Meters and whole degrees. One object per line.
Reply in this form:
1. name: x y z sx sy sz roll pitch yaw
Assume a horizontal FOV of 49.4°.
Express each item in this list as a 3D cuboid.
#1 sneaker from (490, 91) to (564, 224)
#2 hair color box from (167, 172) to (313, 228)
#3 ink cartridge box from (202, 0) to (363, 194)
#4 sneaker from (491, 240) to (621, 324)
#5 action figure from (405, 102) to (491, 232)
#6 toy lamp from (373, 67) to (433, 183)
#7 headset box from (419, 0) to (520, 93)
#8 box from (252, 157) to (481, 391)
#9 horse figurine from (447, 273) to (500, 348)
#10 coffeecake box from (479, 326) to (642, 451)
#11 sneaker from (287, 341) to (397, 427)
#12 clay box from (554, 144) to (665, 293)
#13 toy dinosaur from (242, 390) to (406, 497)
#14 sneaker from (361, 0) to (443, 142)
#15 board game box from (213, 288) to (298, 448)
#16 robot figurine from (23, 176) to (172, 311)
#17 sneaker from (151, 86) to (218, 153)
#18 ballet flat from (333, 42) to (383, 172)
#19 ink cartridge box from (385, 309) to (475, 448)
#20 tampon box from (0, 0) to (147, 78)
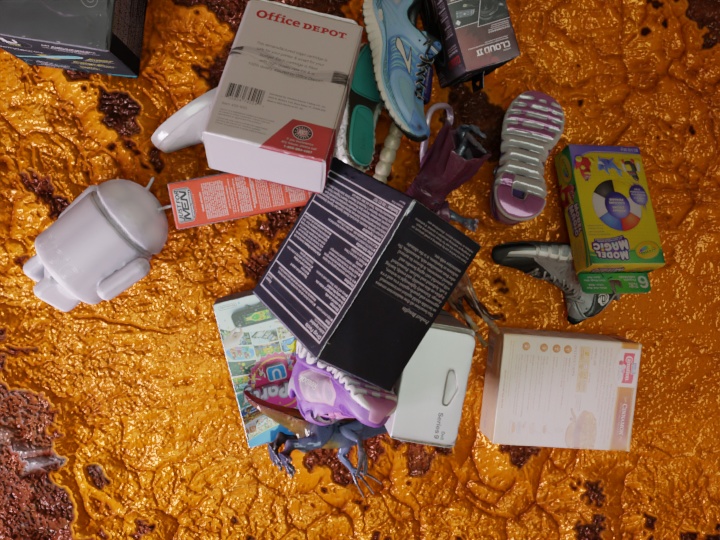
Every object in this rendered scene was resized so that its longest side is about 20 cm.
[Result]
1. sneaker: 0.217 -0.147 1.065 0.080 0.089 0.201 17 71 1
2. hair color box: -0.141 -0.102 1.021 0.199 0.102 0.062 -10 96 -4
3. ink cartridge box: -0.089 -0.210 0.942 0.146 0.083 0.201 14 66 1
4. sneaker: 0.279 0.019 1.092 0.199 0.075 0.116 1 97 -7
5. action figure: 0.085 -0.108 1.044 0.149 0.134 0.200 50 117 24
6. toy lamp: 0.049 -0.185 1.058 0.058 0.058 0.201 19 95 -7
7. headset box: 0.130 -0.331 1.007 0.077 0.149 0.201 -17 97 -4
8. box: 0.000 0.000 0.920 0.123 0.200 0.199 31 94 -35
9. horse figurine: 0.136 0.031 1.035 0.050 0.200 0.133 -34 70 7
10. coffeecake box: 0.280 0.166 1.104 0.199 0.073 0.154 5 94 -7
11. sneaker: -0.031 0.153 0.948 0.080 0.200 0.089 27 89 -33
12. clay box: 0.338 -0.070 1.058 0.114 0.048 0.201 -1 71 -17
13. toy dinosaur: -0.024 0.204 1.010 0.181 0.105 0.201 -24 85 -24
14. sneaker: 0.062 -0.262 0.988 0.089 0.078 0.201 -13 84 13
15. board game box: -0.103 0.120 1.064 0.147 0.064 0.201 -14 98 -5
16. robot figurine: -0.328 -0.037 0.998 0.200 0.113 0.170 -40 63 -1
17. sneaker: -0.163 -0.180 1.025 0.199 0.074 0.116 -31 94 -4
18. ballet flat: -0.009 -0.214 1.036 0.071 0.072 0.201 15 68 -7
19. ink cartridge box: 0.077 0.126 1.014 0.087 0.200 0.146 9 95 -8
20. tampon box: -0.346 -0.315 0.929 0.149 0.200 0.127 7 94 -7
